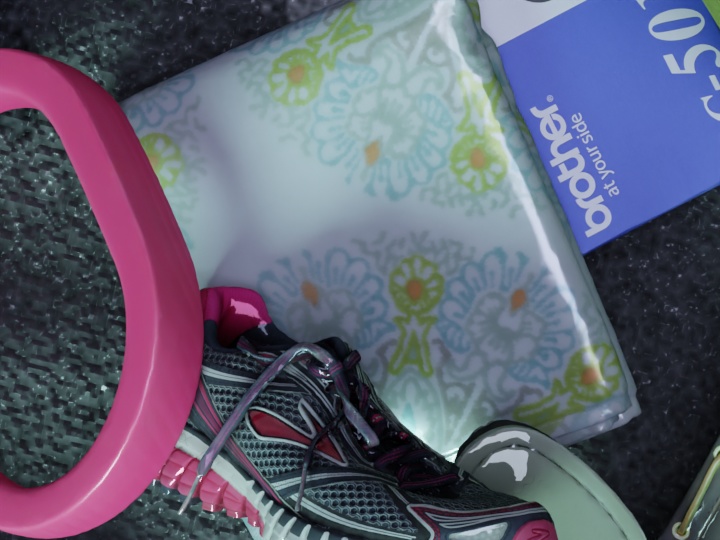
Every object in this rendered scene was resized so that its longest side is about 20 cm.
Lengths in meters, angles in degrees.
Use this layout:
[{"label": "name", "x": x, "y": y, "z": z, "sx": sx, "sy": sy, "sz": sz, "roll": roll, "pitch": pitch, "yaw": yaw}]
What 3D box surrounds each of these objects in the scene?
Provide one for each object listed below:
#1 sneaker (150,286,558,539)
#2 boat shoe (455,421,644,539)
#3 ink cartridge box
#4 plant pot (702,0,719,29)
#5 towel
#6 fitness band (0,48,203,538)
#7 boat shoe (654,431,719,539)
[{"label": "sneaker", "x": -0.010, "y": 0.064, "z": 0.892, "sx": 0.199, "sy": 0.080, "sz": 0.075, "roll": 22, "pitch": 102, "yaw": 42}, {"label": "boat shoe", "x": 0.090, "y": 0.137, "z": 0.963, "sx": 0.071, "sy": 0.061, "sz": 0.202, "roll": -29, "pitch": 110, "yaw": 5}, {"label": "ink cartridge box", "x": 0.082, "y": -0.116, "z": 0.991, "sx": 0.094, "sy": 0.044, "sz": 0.201, "roll": -27, "pitch": 93, "yaw": 2}, {"label": "plant pot", "x": 0.191, "y": -0.139, "z": 0.906, "sx": 0.199, "sy": 0.185, "sz": 0.202, "roll": -13, "pitch": 51, "yaw": 17}, {"label": "towel", "x": 0.000, "y": 0.000, "z": 0.979, "sx": 0.170, "sy": 0.048, "sz": 0.201, "roll": -22, "pitch": 97, "yaw": 14}, {"label": "fitness band", "x": -0.132, "y": 0.008, "z": 0.953, "sx": 0.143, "sy": 0.037, "sz": 0.201, "roll": -39, "pitch": 58, "yaw": 20}, {"label": "boat shoe", "x": 0.176, "y": 0.032, "z": 0.986, "sx": 0.060, "sy": 0.072, "sz": 0.203, "roll": 20, "pitch": 87, "yaw": 6}]
